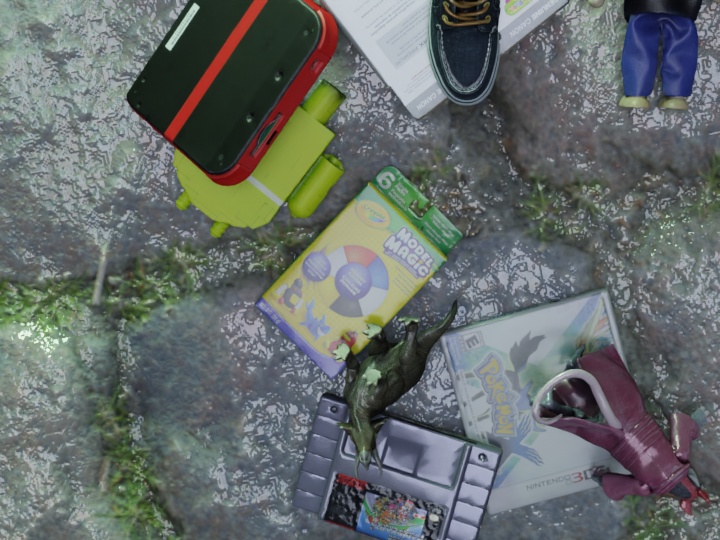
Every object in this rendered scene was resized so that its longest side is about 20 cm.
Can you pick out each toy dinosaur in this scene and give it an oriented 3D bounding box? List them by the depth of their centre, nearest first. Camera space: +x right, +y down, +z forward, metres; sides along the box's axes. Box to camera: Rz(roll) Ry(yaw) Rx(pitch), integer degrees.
[{"bbox_3d":[0.027,0.102,1.536,0.077,0.103,0.200,22,58,25],"label":"toy dinosaur"}]

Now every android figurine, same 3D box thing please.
[{"bbox_3d":[-0.109,-0.127,1.544,0.182,0.041,0.201,36,98,-3],"label":"android figurine"}]

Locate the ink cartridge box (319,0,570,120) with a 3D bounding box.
[{"bbox_3d":[0.079,-0.276,1.492,0.199,0.084,0.176,-37,96,7],"label":"ink cartridge box"}]

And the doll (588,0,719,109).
[{"bbox_3d":[0.293,-0.263,1.500,0.135,0.048,0.202,3,98,2],"label":"doll"}]

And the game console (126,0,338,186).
[{"bbox_3d":[-0.128,-0.202,1.498,0.177,0.031,0.201,41,100,32],"label":"game console"}]

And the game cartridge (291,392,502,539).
[{"bbox_3d":[0.037,0.219,1.577,0.198,0.038,0.131,17,95,8],"label":"game cartridge"}]

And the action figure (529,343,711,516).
[{"bbox_3d":[0.275,0.160,1.496,0.200,0.149,0.134,44,92,10],"label":"action figure"}]

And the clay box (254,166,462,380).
[{"bbox_3d":[0.000,0.000,1.552,0.115,0.048,0.200,43,99,-2],"label":"clay box"}]

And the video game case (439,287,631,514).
[{"bbox_3d":[0.194,0.137,1.574,0.181,0.022,0.202,-15,97,5],"label":"video game case"}]

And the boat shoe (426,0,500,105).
[{"bbox_3d":[0.097,-0.252,1.407,0.070,0.091,0.202,-1,100,2],"label":"boat shoe"}]
